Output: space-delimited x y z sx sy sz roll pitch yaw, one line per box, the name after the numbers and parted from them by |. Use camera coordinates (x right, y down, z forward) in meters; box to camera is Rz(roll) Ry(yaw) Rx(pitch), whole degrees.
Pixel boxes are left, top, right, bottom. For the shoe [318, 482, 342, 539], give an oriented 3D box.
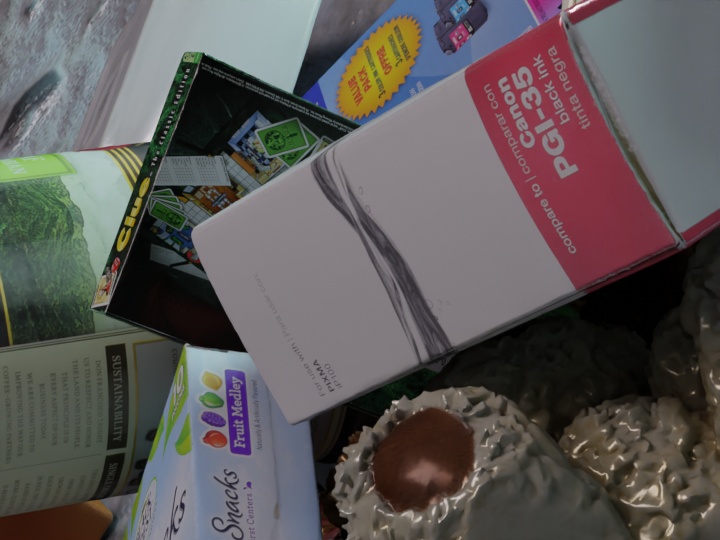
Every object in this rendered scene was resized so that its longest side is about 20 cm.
-0.014 0.118 0.986 0.200 0.071 0.091 -32 43 39 | shoe

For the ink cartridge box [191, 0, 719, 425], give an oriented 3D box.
0.059 -0.034 0.821 0.200 0.083 0.146 -27 3 46 | ink cartridge box

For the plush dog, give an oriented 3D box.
0.083 0.068 0.849 0.200 0.161 0.172 -29 25 -10 | plush dog

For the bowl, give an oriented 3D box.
-0.095 -0.067 1.191 0.200 0.074 0.201 137 153 -63 | bowl

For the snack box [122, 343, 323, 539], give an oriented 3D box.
-0.052 0.147 0.859 0.200 0.053 0.142 -97 22 -46 | snack box

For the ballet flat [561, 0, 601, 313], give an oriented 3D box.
0.105 -0.076 0.923 0.068 0.063 0.201 8 105 36 | ballet flat

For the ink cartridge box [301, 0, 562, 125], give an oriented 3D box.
0.047 -0.061 1.061 0.200 0.076 0.137 -46 34 19 | ink cartridge box

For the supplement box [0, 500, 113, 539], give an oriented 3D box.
-0.202 0.103 1.252 0.069 0.066 0.200 -57 33 -2 | supplement box

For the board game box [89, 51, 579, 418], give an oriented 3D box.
0.000 0.000 0.937 0.023 0.200 0.105 10 78 59 | board game box

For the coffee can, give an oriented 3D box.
-0.107 0.022 0.989 0.146 0.199 0.147 172 90 -68 | coffee can
